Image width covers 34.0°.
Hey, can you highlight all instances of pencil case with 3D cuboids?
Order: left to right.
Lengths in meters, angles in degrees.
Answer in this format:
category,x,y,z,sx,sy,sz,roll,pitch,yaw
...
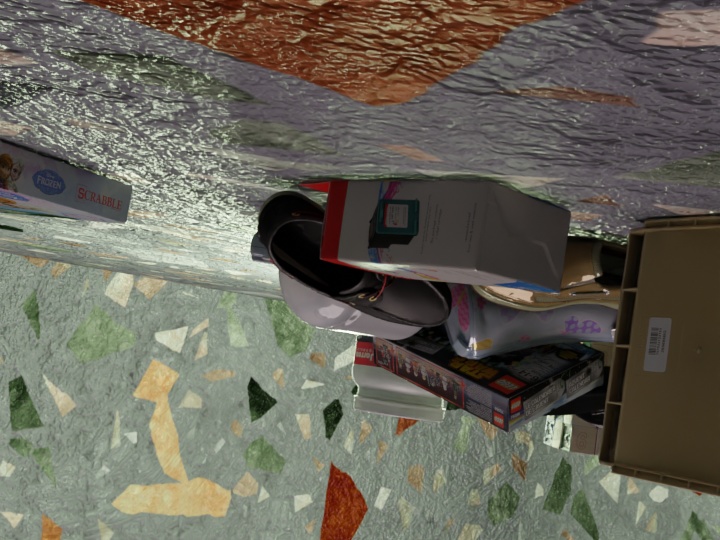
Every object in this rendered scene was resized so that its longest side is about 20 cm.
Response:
category,x,y,z,sx,sy,sz,roll,pitch,yaw
pencil case,0.178,0.034,1.132,0.197,0.092,0.083,-3,174,-15

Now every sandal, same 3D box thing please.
category,x,y,z,sx,sy,sz,roll,pitch,yaw
sandal,0.238,0.131,1.174,0.197,0.049,0.076,-2,-158,5

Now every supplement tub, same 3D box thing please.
category,x,y,z,sx,sy,sz,roll,pitch,yaw
supplement tub,0.063,0.092,1.568,0.138,0.203,0.140,8,175,1

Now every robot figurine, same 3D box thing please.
category,x,y,z,sx,sy,sz,roll,pitch,yaw
robot figurine,0.000,0.005,1.148,0.198,0.115,0.168,12,162,-44

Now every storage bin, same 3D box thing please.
category,x,y,z,sx,sy,sz,roll,pitch,yaw
storage bin,0.280,0.067,0.869,0.093,0.203,0.198,12,174,-28

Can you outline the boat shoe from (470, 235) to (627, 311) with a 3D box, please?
category,x,y,z,sx,sy,sz,roll,pitch,yaw
boat shoe,0.197,-0.005,1.062,0.197,0.073,0.076,1,163,-12

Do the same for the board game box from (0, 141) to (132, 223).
category,x,y,z,sx,sy,sz,roll,pitch,yaw
board game box,-0.354,-0.086,1.111,0.197,0.042,0.199,6,175,27

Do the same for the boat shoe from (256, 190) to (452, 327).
category,x,y,z,sx,sy,sz,roll,pitch,yaw
boat shoe,-0.001,0.002,1.032,0.200,0.074,0.063,29,-162,-21

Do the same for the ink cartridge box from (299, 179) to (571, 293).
category,x,y,z,sx,sy,sz,roll,pitch,yaw
ink cartridge box,0.051,-0.029,0.933,0.198,0.068,0.115,5,174,43

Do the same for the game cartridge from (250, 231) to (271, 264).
category,x,y,z,sx,sy,sz,roll,pitch,yaw
game cartridge,-0.051,-0.017,1.376,0.131,0.042,0.200,5,180,3

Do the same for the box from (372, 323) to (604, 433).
category,x,y,z,sx,sy,sz,roll,pitch,yaw
box,0.125,0.087,1.180,0.136,0.040,0.199,-21,-152,-34

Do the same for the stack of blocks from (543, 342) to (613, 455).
category,x,y,z,sx,sy,sz,roll,pitch,yaw
stack of blocks,0.253,0.095,1.261,0.058,0.203,0.115,9,177,-8
